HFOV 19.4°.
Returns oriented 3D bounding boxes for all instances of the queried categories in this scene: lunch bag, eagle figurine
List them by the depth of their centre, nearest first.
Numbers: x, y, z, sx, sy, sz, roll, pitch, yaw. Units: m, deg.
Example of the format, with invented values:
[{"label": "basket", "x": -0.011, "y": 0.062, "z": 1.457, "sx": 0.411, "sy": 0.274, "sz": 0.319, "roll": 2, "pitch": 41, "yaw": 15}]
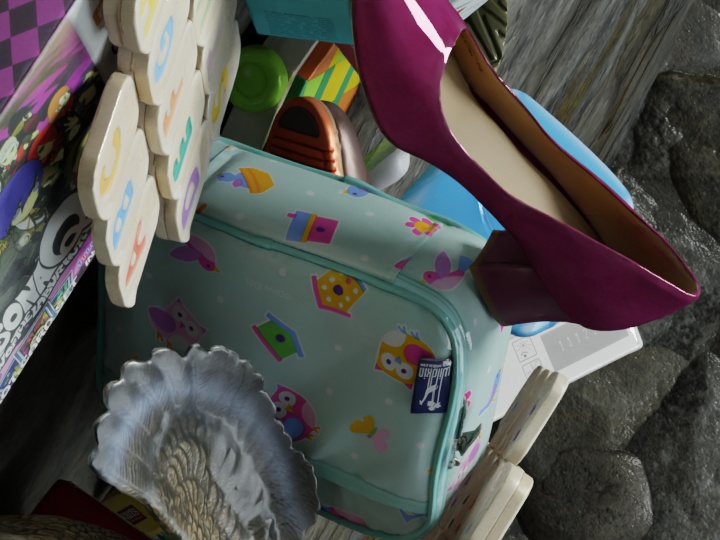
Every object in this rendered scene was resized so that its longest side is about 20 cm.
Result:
[{"label": "eagle figurine", "x": -0.081, "y": 0.134, "z": 0.944, "sx": 0.152, "sy": 0.201, "sz": 0.151, "roll": -41, "pitch": -172, "yaw": -22}, {"label": "lunch bag", "x": -0.028, "y": 0.037, "z": 0.988, "sx": 0.077, "sy": 0.199, "sz": 0.161, "roll": -46, "pitch": 152, "yaw": -51}]

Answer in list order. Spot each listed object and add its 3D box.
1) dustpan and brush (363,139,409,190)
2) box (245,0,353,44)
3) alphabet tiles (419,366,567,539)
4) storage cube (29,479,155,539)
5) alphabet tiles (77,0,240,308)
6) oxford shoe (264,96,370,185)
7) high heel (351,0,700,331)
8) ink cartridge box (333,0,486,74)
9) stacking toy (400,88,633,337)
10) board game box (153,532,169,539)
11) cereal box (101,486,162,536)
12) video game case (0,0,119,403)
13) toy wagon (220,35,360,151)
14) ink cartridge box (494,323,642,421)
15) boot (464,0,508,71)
[{"label": "dustpan and brush", "x": -0.022, "y": -0.012, "z": 1.124, "sx": 0.199, "sy": 0.057, "sz": 0.140, "roll": -32, "pitch": -161, "yaw": 37}, {"label": "box", "x": -0.023, "y": -0.158, "z": 0.844, "sx": 0.200, "sy": 0.049, "sz": 0.083, "roll": 73, "pitch": 25, "yaw": -80}, {"label": "alphabet tiles", "x": 0.048, "y": 0.136, "z": 1.057, "sx": 0.196, "sy": 0.015, "sz": 0.200, "roll": -57, "pitch": -179, "yaw": -1}, {"label": "storage cube", "x": -0.140, "y": 0.249, "z": 1.073, "sx": 0.180, "sy": 0.199, "sz": 0.171, "roll": -56, "pitch": 177, "yaw": -28}, {"label": "alphabet tiles", "x": -0.069, "y": -0.093, "z": 0.818, "sx": 0.200, "sy": 0.014, "sz": 0.197, "roll": 89, "pitch": 15, "yaw": -66}, {"label": "oxford shoe", "x": 0.000, "y": 0.000, "z": 1.059, "sx": 0.072, "sy": 0.071, "sz": 0.202, "roll": -26, "pitch": 121, "yaw": -31}, {"label": "high heel", "x": 0.070, "y": -0.058, "z": 0.873, "sx": 0.201, "sy": 0.095, "sz": 0.068, "roll": 58, "pitch": 41, "yaw": -33}, {"label": "ink cartridge box", "x": 0.073, "y": -0.193, "z": 0.995, "sx": 0.200, "sy": 0.083, "sz": 0.146, "roll": -36, "pitch": -179, "yaw": 31}, {"label": "stacking toy", "x": 0.059, "y": -0.004, "z": 1.196, "sx": 0.116, "sy": 0.110, "sz": 0.200, "roll": -48, "pitch": -177, "yaw": -27}, {"label": "board game box", "x": -0.064, "y": 0.088, "z": 1.358, "sx": 0.201, "sy": 0.029, "sz": 0.134, "roll": -57, "pitch": -169, "yaw": -21}, {"label": "cereal box", "x": -0.063, "y": 0.061, "z": 1.243, "sx": 0.200, "sy": 0.039, "sz": 0.144, "roll": -55, "pitch": -167, "yaw": -32}, {"label": "video game case", "x": -0.143, "y": -0.011, "z": 0.786, "sx": 0.201, "sy": 0.036, "sz": 0.181, "roll": -59, "pitch": 169, "yaw": -12}, {"label": "toy wagon", "x": -0.048, "y": -0.064, "z": 1.112, "sx": 0.201, "sy": 0.039, "sz": 0.155, "roll": -65, "pitch": 169, "yaw": 24}, {"label": "ink cartridge box", "x": 0.042, "y": 0.071, "z": 1.230, "sx": 0.199, "sy": 0.045, "sz": 0.176, "roll": -25, "pitch": -177, "yaw": -19}, {"label": "boot", "x": 0.054, "y": -0.137, "z": 1.236, "sx": 0.200, "sy": 0.066, "sz": 0.177, "roll": 84, "pitch": 15, "yaw": -74}]
